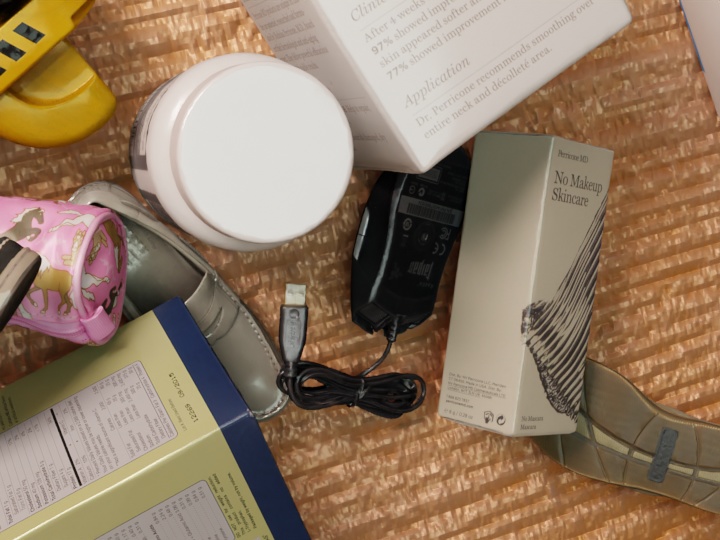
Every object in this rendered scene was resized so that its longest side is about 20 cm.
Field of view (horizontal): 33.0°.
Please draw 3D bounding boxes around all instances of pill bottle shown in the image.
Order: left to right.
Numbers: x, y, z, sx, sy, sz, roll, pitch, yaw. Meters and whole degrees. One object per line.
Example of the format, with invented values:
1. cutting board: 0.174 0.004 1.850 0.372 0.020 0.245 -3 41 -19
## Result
1. pill bottle: -0.074 -0.070 0.722 0.113 0.200 0.114 -2 97 -15

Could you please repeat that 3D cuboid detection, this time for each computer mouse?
1. computer mouse: 0.000 0.000 0.816 0.140 0.046 0.201 4 102 -42

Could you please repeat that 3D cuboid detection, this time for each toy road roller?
1. toy road roller: -0.237 -0.115 0.718 0.200 0.123 0.146 -44 116 -8

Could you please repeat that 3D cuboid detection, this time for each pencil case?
1. pencil case: -0.236 -0.004 0.714 0.199 0.083 0.087 4 93 6

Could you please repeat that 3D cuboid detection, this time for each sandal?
1. sandal: 0.204 0.121 0.890 0.199 0.054 0.081 22 95 2

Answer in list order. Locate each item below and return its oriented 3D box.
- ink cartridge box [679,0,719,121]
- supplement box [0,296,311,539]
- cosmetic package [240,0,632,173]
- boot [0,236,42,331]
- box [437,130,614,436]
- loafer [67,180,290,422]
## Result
1. ink cartridge box: 0.355 -0.189 0.867 0.199 0.125 0.129 -26 102 -11
2. supplement box: -0.143 0.165 0.729 0.199 0.134 0.201 -27 126 -11
3. cosmetic package: 0.025 -0.189 0.756 0.167 0.166 0.200 -35 104 -10
4. boot: -0.279 0.017 0.646 0.151 0.073 0.200 44 117 -11
5. box: 0.114 0.009 0.835 0.082 0.068 0.201 3 95 -46
6. loafer: -0.117 0.026 0.788 0.070 0.070 0.200 -46 105 -7
